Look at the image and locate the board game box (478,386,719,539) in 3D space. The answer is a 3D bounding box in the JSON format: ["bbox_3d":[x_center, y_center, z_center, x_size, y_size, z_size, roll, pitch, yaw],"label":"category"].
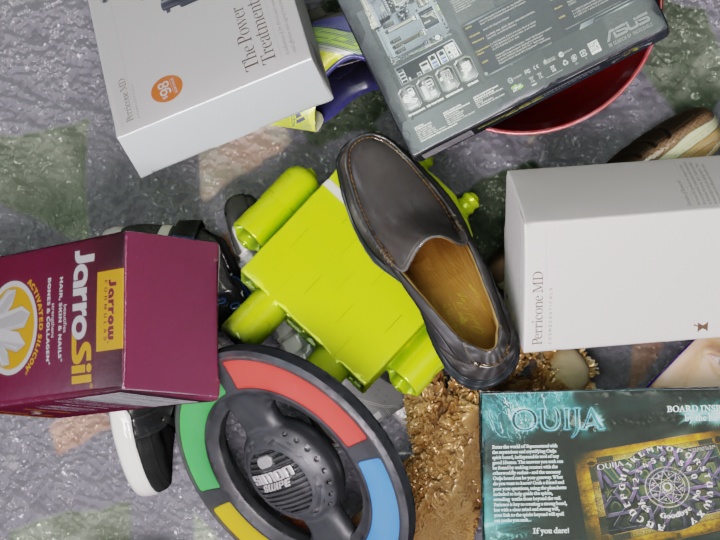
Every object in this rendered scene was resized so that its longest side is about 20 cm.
[{"bbox_3d":[0.181,0.148,1.588,0.198,0.028,0.137,-1,76,1],"label":"board game box"}]

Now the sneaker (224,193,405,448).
[{"bbox_3d":[-0.016,0.019,1.696,0.115,0.075,0.201,-25,94,-1],"label":"sneaker"}]

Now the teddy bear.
[{"bbox_3d":[0.086,0.119,1.671,0.144,0.067,0.202,18,93,-20],"label":"teddy bear"}]

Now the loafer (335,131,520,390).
[{"bbox_3d":[0.049,-0.015,1.586,0.073,0.072,0.201,-33,78,-8],"label":"loafer"}]

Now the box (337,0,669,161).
[{"bbox_3d":[0.091,-0.189,1.587,0.199,0.051,0.159,-27,85,6],"label":"box"}]

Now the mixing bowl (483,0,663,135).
[{"bbox_3d":[0.118,-0.192,1.664,0.198,0.108,0.202,0,87,6],"label":"mixing bowl"}]

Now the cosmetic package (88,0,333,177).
[{"bbox_3d":[-0.115,-0.177,1.668,0.150,0.052,0.201,-23,48,7],"label":"cosmetic package"}]

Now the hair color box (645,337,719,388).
[{"bbox_3d":[0.223,0.141,1.638,0.109,0.065,0.200,44,78,9],"label":"hair color box"}]

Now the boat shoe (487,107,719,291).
[{"bbox_3d":[0.189,-0.036,1.676,0.200,0.072,0.076,-37,96,13],"label":"boat shoe"}]

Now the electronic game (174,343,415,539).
[{"bbox_3d":[-0.047,0.139,1.607,0.199,0.042,0.201,22,132,26],"label":"electronic game"}]

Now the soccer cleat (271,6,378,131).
[{"bbox_3d":[-0.068,-0.132,1.700,0.199,0.065,0.084,-21,66,3],"label":"soccer cleat"}]

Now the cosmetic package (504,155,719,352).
[{"bbox_3d":[0.203,-0.014,1.608,0.198,0.085,0.108,-6,120,-5],"label":"cosmetic package"}]

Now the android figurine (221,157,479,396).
[{"bbox_3d":[0.000,0.000,1.637,0.182,0.041,0.200,40,76,8],"label":"android figurine"}]

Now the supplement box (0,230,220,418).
[{"bbox_3d":[-0.191,0.041,1.621,0.199,0.085,0.111,-10,77,47],"label":"supplement box"}]

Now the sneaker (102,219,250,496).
[{"bbox_3d":[-0.128,0.061,1.698,0.111,0.073,0.202,-7,85,9],"label":"sneaker"}]

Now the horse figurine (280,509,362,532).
[{"bbox_3d":[-0.019,0.256,1.690,0.132,0.050,0.201,-24,85,2],"label":"horse figurine"}]
